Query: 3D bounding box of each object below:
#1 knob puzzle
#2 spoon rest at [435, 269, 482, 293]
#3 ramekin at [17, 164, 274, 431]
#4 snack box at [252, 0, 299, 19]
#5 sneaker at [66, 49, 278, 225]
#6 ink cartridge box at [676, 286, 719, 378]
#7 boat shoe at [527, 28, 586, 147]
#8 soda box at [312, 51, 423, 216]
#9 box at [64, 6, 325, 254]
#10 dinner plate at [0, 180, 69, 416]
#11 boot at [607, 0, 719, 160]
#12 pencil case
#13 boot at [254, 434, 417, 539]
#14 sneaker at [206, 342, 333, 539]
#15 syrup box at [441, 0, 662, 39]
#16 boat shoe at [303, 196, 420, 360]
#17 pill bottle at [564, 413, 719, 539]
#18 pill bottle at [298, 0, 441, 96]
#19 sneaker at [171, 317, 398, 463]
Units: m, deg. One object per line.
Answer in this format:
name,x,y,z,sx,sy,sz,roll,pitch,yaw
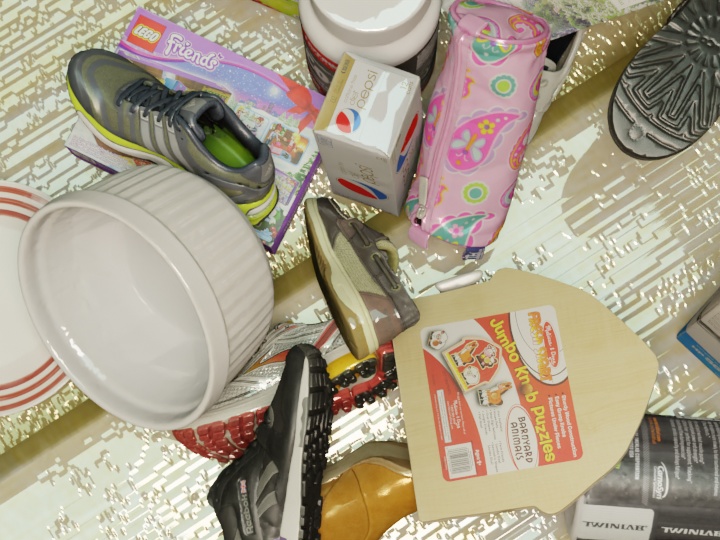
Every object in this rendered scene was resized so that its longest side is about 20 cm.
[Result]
knob puzzle,0.131,0.094,1.136,0.218,0.030,0.221,-3,68,8
spoon rest,0.106,0.099,1.205,0.099,0.061,0.202,-15,93,0
ramekin,-0.160,0.014,1.148,0.200,0.200,0.105,43,45,8
snack box,-0.107,-0.287,1.196,0.168,0.200,0.068,22,81,5
sneaker,-0.145,-0.121,1.173,0.199,0.081,0.074,32,59,3
ink cartridge box,0.338,0.013,1.136,0.084,0.200,0.146,44,84,8
boat shoe,0.141,-0.168,1.235,0.072,0.066,0.201,33,84,1
soda box,0.010,-0.103,1.161,0.063,0.200,0.069,20,81,6
box,-0.131,-0.119,1.248,0.199,0.039,0.138,27,82,5
dinner plate,-0.313,0.024,1.235,0.198,0.024,0.202,0,80,2
boot,0.259,-0.156,1.186,0.079,0.158,0.211,38,77,4
pencil case,0.090,-0.112,1.163,0.087,0.088,0.201,16,123,4
boot,-0.005,0.211,1.173,0.199,0.071,0.145,8,99,-1
sneaker,-0.074,0.153,1.107,0.087,0.076,0.202,6,89,13
syrup box,0.167,-0.244,1.156,0.199,0.079,0.082,-14,52,36
boat shoe,0.000,-0.001,1.166,0.066,0.201,0.072,-15,121,-5
pill bottle,0.265,0.169,1.157,0.198,0.106,0.107,4,80,2
pill bottle,0.007,-0.203,1.179,0.113,0.200,0.115,0,80,1
sneaker,-0.062,0.092,1.203,0.199,0.078,0.082,-25,54,0
